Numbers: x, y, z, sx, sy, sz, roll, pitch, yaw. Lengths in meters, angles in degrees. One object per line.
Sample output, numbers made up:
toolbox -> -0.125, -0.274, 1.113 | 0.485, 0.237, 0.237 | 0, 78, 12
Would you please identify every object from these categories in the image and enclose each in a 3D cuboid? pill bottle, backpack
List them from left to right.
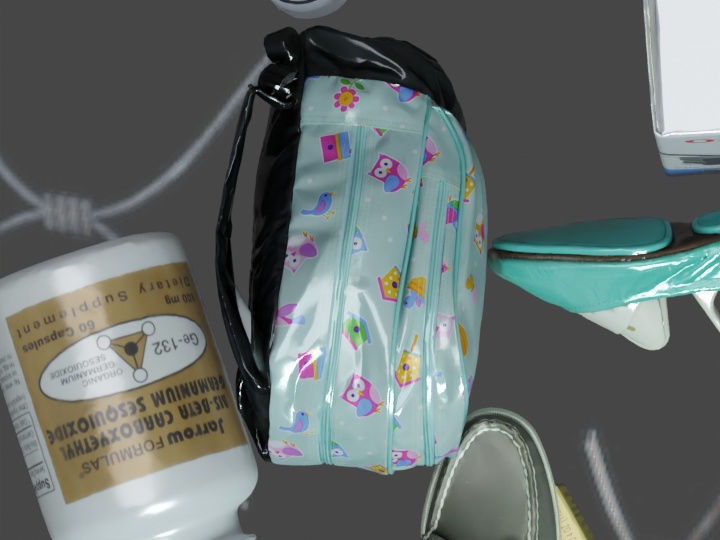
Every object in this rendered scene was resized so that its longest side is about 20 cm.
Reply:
pill bottle -> -0.116, 0.090, 1.333 | 0.114, 0.114, 0.201 | -19, 85, 7
backpack -> 0.000, 0.000, 1.271 | 0.126, 0.167, 0.201 | 1, 63, 8

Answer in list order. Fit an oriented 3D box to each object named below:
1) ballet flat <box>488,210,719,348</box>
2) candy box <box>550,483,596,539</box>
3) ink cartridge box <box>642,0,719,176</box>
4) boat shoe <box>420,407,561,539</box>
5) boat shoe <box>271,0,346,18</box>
ballet flat -> 0.166, 0.004, 1.317 | 0.199, 0.067, 0.071 | -9, 102, 10
candy box -> 0.102, 0.224, 1.325 | 0.116, 0.056, 0.200 | -29, 82, 5
ink cartridge box -> 0.212, -0.098, 1.251 | 0.144, 0.200, 0.085 | -4, 86, 8
boat shoe -> 0.058, 0.169, 1.276 | 0.072, 0.060, 0.202 | 7, 87, 9
boat shoe -> -0.041, -0.233, 1.348 | 0.072, 0.068, 0.201 | -6, 79, 15
